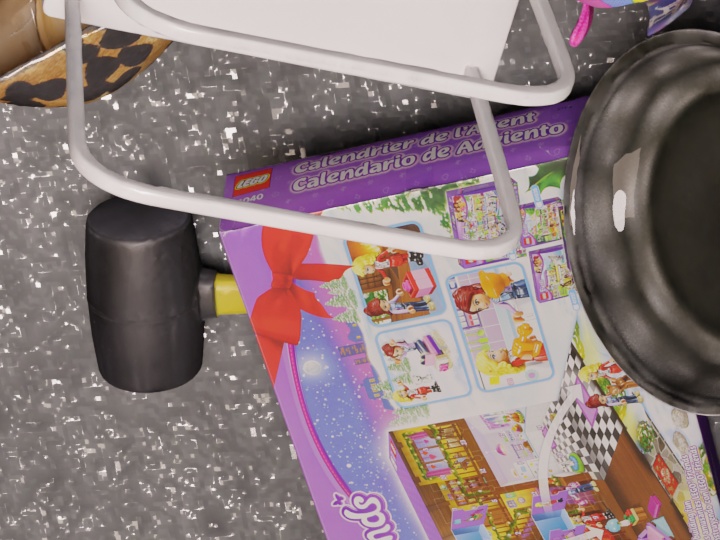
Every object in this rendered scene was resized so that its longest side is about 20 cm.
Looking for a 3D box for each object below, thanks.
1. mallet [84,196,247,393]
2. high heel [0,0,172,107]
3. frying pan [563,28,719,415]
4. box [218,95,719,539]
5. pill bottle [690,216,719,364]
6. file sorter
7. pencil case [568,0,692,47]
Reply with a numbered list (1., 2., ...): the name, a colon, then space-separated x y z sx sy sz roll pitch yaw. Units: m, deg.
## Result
1. mallet: 0.000 0.000 1.030 0.199 0.041 0.066 -6 118 11
2. high heel: -0.050 -0.127 0.881 0.071 0.142 0.200 46 146 15
3. frying pan: 0.129 -0.007 0.866 0.190 0.031 0.116 17 108 48
4. box: 0.045 0.044 1.012 0.136 0.039 0.201 -12 122 10
5. pill bottle: 0.174 -0.053 0.918 0.113 0.113 0.201 17 118 4
6. file sorter: 0.003 -0.123 0.800 0.138 0.125 0.201 10 119 -13
7. pencil case: 0.061 -0.171 0.902 0.088 0.088 0.201 -20 108 21
